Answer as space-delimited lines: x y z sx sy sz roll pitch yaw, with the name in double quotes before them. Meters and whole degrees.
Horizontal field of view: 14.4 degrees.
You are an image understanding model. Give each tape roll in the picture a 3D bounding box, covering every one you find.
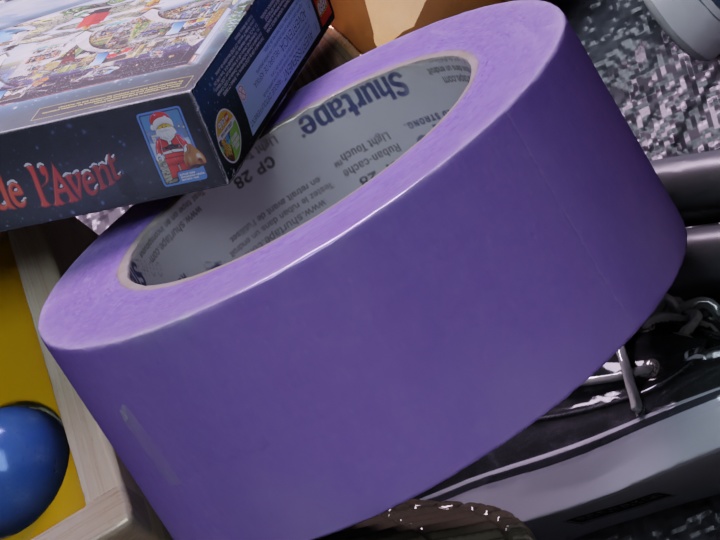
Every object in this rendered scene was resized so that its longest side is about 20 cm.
"tape roll" 0.000 0.000 0.931 0.200 0.085 0.200 -29 16 9

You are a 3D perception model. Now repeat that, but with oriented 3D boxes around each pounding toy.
"pounding toy" -0.167 0.066 1.045 0.184 0.142 0.200 -31 53 14

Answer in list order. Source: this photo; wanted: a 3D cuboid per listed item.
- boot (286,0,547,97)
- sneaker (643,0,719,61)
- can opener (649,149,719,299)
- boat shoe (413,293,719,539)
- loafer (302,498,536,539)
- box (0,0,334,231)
"boot" -0.006 -0.148 1.100 0.155 0.077 0.200 -38 55 11
"sneaker" 0.140 -0.195 1.029 0.146 0.077 0.203 -36 61 24
"can opener" 0.181 -0.018 0.945 0.200 0.067 0.053 -7 73 41
"boat shoe" 0.098 0.042 0.942 0.199 0.074 0.068 -23 70 30
"loafer" 0.004 0.109 0.913 0.200 0.076 0.068 -161 64 -68
"box" -0.122 -0.059 1.027 0.200 0.038 0.137 -11 26 23
